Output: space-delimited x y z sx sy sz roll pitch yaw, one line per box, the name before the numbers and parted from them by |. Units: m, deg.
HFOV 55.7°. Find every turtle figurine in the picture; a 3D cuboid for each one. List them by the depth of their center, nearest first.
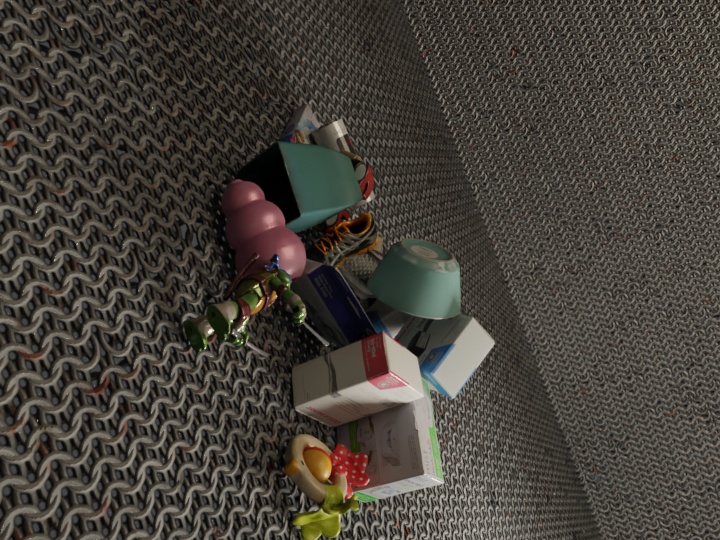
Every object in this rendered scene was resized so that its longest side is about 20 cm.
turtle figurine | -0.156 0.086 1.044 0.193 0.143 0.203 -22 119 -51

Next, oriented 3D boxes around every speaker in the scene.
speaker | -0.040 -0.245 1.581 0.202 0.080 0.081 66 22 -11

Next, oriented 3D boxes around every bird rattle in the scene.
bird rattle | -0.057 0.338 1.140 0.163 0.112 0.200 47 24 -10

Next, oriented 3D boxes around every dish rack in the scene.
dish rack | 0.000 0.000 1.489 0.200 0.044 0.171 41 27 30

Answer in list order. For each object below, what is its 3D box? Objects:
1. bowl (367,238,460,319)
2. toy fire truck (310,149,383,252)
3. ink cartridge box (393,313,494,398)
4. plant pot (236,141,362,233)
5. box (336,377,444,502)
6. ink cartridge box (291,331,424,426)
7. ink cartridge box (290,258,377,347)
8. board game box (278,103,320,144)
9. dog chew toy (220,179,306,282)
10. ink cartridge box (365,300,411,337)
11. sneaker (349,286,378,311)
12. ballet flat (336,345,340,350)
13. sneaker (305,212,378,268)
bowl | 0.121 0.006 1.373 0.201 0.199 0.106 -43 151 -66
toy fire truck | -0.020 -0.139 1.507 0.177 0.128 0.200 -58 146 -8
ink cartridge box | 0.156 0.161 1.407 0.084 0.199 0.145 46 75 -23
plant pot | -0.101 -0.156 1.304 0.199 0.141 0.143 -13 82 -45
box | 0.050 0.314 1.296 0.097 0.175 0.202 39 36 -50
ink cartridge box | -0.006 0.201 1.231 0.146 0.198 0.084 40 33 -50
ink cartridge box | -0.059 0.066 1.271 0.041 0.199 0.201 -40 115 -20
board game box | -0.108 -0.258 1.593 0.201 0.043 0.200 58 24 -29
dog chew toy | -0.176 -0.064 1.178 0.202 0.124 0.124 64 22 6
ink cartridge box | 0.100 0.073 1.554 0.067 0.199 0.116 56 6 -28
sneaker | -0.023 0.058 1.468 0.200 0.081 0.076 -4 75 -67
ballet flat | 0.005 0.185 1.473 0.200 0.046 0.068 19 54 -63
sneaker | -0.049 -0.056 1.405 0.078 0.199 0.078 42 -30 31
